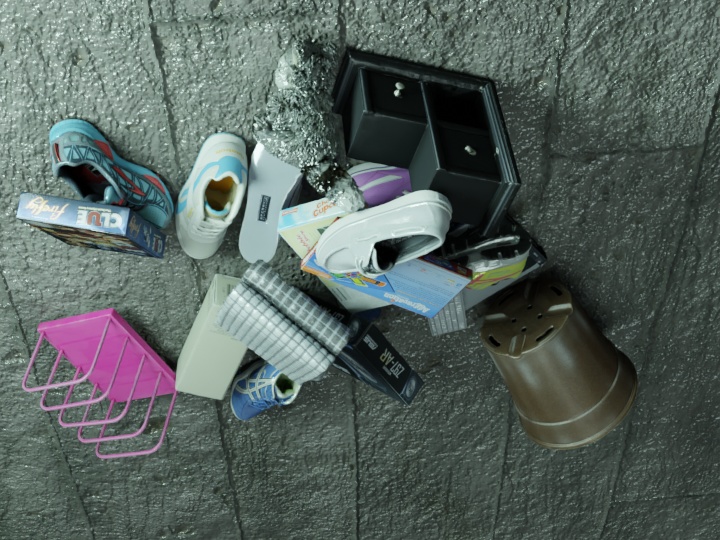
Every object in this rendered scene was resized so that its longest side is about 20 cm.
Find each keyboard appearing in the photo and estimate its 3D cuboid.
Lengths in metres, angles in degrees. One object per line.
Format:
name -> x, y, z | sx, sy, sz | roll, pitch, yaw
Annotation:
keyboard -> 0.124, 0.059, 1.546 | 0.056, 0.011, 0.200 | -8, 159, 5

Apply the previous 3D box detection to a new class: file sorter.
file sorter -> -0.383, 0.175, 1.575 | 0.138, 0.126, 0.200 | -11, 136, 24

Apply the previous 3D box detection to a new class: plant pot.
plant pot -> 0.288, 0.132, 1.604 | 0.199, 0.201, 0.199 | -27, 124, 18

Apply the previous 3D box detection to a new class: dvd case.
dvd case -> 0.152, -0.009, 1.554 | 0.199, 0.025, 0.150 | -33, 130, 23

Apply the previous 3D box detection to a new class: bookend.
bookend -> 0.071, -0.155, 1.278 | 0.198, 0.200, 0.092 | 10, 135, -15

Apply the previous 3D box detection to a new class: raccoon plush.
raccoon plush -> -0.036, -0.183, 1.262 | 0.200, 0.097, 0.134 | 39, 118, 11

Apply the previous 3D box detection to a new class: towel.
towel -> -0.101, 0.073, 1.412 | 0.165, 0.086, 0.200 | 37, 165, -1

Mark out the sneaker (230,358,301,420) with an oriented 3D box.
sneaker -> -0.144, 0.181, 1.664 | 0.075, 0.077, 0.200 | 21, 130, -27

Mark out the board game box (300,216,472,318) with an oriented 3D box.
board game box -> 0.034, -0.001, 1.361 | 0.199, 0.020, 0.103 | 21, 138, -21

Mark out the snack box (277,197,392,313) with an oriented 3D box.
snack box -> -0.009, -0.020, 1.389 | 0.115, 0.037, 0.200 | -13, 139, 25

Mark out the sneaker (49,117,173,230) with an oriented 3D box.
sneaker -> -0.323, -0.100, 1.354 | 0.079, 0.096, 0.200 | -33, 129, 24

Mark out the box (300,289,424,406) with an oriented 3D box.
box -> -0.020, 0.106, 1.538 | 0.044, 0.199, 0.160 | -52, 132, -14

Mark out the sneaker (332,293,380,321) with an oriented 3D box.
sneaker -> 0.000, 0.000, 1.506 | 0.088, 0.079, 0.201 | -13, 134, 9

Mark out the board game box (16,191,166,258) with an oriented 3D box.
board game box -> -0.334, -0.054, 1.340 | 0.134, 0.035, 0.200 | 9, 173, 4

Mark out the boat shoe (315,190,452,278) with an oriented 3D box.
boat shoe -> 0.024, -0.028, 1.252 | 0.199, 0.069, 0.072 | -17, 137, 32

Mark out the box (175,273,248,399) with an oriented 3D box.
box -> -0.211, 0.102, 1.584 | 0.082, 0.069, 0.201 | 15, 131, -19

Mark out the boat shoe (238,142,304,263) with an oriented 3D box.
boat shoe -> -0.110, -0.109, 1.393 | 0.070, 0.070, 0.202 | 15, 108, 4

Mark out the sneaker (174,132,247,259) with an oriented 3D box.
sneaker -> -0.200, -0.083, 1.398 | 0.076, 0.081, 0.201 | 8, 134, -17

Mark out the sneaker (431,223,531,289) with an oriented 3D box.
sneaker -> 0.143, -0.002, 1.492 | 0.198, 0.079, 0.091 | -6, 146, 5

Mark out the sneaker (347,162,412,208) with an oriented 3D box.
sneaker -> 0.078, -0.101, 1.393 | 0.199, 0.115, 0.073 | -17, 133, 8
